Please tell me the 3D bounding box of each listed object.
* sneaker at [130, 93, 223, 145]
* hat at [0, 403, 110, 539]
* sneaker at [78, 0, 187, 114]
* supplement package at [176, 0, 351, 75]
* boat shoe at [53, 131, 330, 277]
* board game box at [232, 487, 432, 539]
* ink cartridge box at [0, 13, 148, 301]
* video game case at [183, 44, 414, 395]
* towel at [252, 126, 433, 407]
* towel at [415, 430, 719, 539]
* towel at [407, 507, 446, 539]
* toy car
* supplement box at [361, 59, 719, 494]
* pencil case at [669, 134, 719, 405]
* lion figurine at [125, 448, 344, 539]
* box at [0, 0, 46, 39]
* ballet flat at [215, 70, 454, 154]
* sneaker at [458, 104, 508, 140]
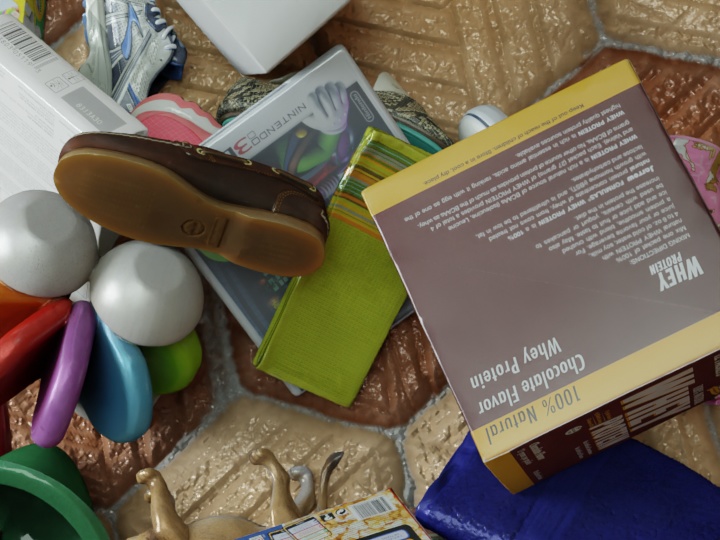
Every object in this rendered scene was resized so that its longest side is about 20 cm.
[{"bbox_3d":[-0.098,-0.063,1.218,0.199,0.087,0.074,21,122,6],"label":"sneaker"},{"bbox_3d":[-0.237,0.163,1.234,0.165,0.176,0.201,-4,116,16],"label":"hat"},{"bbox_3d":[-0.180,-0.187,1.301,0.085,0.077,0.201,3,83,1],"label":"sneaker"},{"bbox_3d":[-0.074,-0.228,1.202,0.121,0.200,0.120,-41,100,-2],"label":"supplement package"},{"bbox_3d":[-0.116,-0.055,1.126,0.199,0.070,0.071,20,44,-19],"label":"boat shoe"},{"bbox_3d":[-0.006,0.227,1.031,0.151,0.046,0.200,-15,28,-17],"label":"board game box"},{"bbox_3d":[-0.239,-0.072,1.231,0.161,0.200,0.050,39,52,21],"label":"ink cartridge box"},{"bbox_3d":[-0.032,-0.035,1.191,0.182,0.023,0.200,-36,109,0],"label":"video game case"},{"bbox_3d":[0.000,0.000,1.182,0.086,0.018,0.201,25,100,-12],"label":"towel"},{"bbox_3d":[0.153,0.172,1.121,0.199,0.050,0.148,25,48,18],"label":"towel"},{"bbox_3d":[0.047,0.226,1.095,0.146,0.200,0.022,-1,119,9],"label":"towel"},{"bbox_3d":[-0.217,0.054,1.152,0.199,0.175,0.150,25,48,-9],"label":"toy car"},{"bbox_3d":[0.138,0.009,1.065,0.197,0.133,0.201,-26,70,5],"label":"supplement box"},{"bbox_3d":[0.226,0.000,1.162,0.083,0.086,0.201,-8,74,27],"label":"pencil case"},{"bbox_3d":[-0.094,0.199,1.143,0.199,0.073,0.123,-12,60,-10],"label":"lion figurine"},{"bbox_3d":[-0.327,-0.188,1.335,0.117,0.048,0.201,0,77,11],"label":"box"},{"bbox_3d":[-0.014,-0.126,1.255,0.199,0.068,0.076,8,56,14],"label":"ballet flat"},{"bbox_3d":[0.106,-0.027,1.182,0.071,0.073,0.201,-16,77,-21],"label":"sneaker"}]
